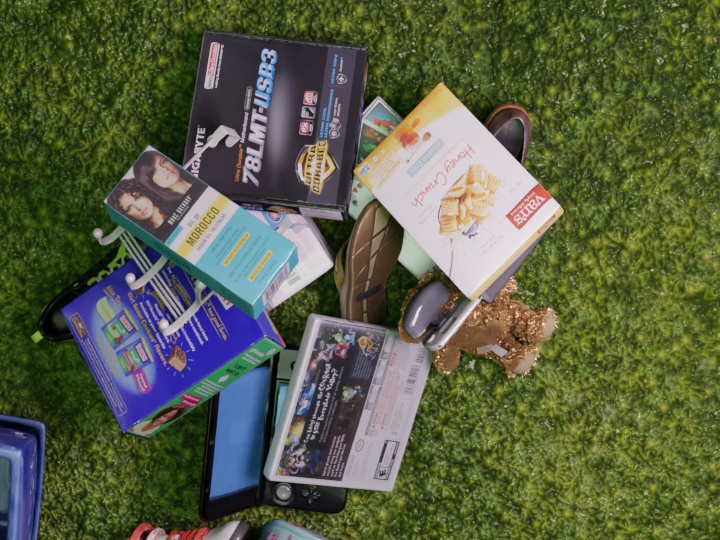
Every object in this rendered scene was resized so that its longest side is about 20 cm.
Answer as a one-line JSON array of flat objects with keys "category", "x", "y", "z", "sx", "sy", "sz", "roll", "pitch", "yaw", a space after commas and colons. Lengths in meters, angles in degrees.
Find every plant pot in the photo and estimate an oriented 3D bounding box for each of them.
[{"category": "plant pot", "x": -0.479, "y": 0.269, "z": 1.684, "sx": 0.197, "sy": 0.180, "sz": 0.203, "roll": 7, "pitch": 99, "yaw": 1}]

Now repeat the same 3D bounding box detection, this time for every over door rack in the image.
[{"category": "over door rack", "x": -0.181, "y": -0.049, "z": 1.540, "sx": 0.199, "sy": 0.067, "sz": 0.148, "roll": -39, "pitch": 73, "yaw": 2}]

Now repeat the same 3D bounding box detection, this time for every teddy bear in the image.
[{"category": "teddy bear", "x": 0.137, "y": 0.061, "z": 1.665, "sx": 0.197, "sy": 0.067, "sz": 0.146, "roll": 4, "pitch": 129, "yaw": -9}]

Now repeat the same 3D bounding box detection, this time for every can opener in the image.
[{"category": "can opener", "x": 0.126, "y": 0.004, "z": 1.582, "sx": 0.067, "sy": 0.053, "sz": 0.201, "roll": 42, "pitch": 80, "yaw": -18}]

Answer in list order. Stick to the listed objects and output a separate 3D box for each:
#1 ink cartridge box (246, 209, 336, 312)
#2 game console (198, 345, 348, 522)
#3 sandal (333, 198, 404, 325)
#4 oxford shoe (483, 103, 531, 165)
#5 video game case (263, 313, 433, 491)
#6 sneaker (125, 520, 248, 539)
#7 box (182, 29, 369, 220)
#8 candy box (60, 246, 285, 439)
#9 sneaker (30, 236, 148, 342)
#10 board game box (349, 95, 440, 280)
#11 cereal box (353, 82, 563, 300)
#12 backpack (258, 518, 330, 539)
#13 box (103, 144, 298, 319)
[{"category": "ink cartridge box", "x": -0.140, "y": -0.001, "z": 1.680, "sx": 0.199, "sy": 0.068, "sz": 0.117, "roll": -34, "pitch": 92, "yaw": 7}, {"category": "game console", "x": -0.093, "y": 0.200, "z": 1.684, "sx": 0.170, "sy": 0.119, "sz": 0.203, "roll": 7, "pitch": 100, "yaw": 3}, {"category": "sandal", "x": 0.000, "y": 0.000, "z": 1.660, "sx": 0.054, "sy": 0.080, "sz": 0.202, "roll": 38, "pitch": 133, "yaw": 35}, {"category": "oxford shoe", "x": 0.143, "y": -0.091, "z": 1.614, "sx": 0.070, "sy": 0.073, "sz": 0.203, "roll": 15, "pitch": 102, "yaw": -2}, {"category": "video game case", "x": -0.010, "y": 0.160, "z": 1.676, "sx": 0.180, "sy": 0.023, "sz": 0.203, "roll": 11, "pitch": 101, "yaw": -34}, {"category": "sneaker", "x": -0.226, "y": 0.342, "z": 1.713, "sx": 0.108, "sy": 0.067, "sz": 0.202, "roll": 42, "pitch": 124, "yaw": -1}, {"category": "box", "x": -0.098, "y": -0.168, "z": 1.626, "sx": 0.195, "sy": 0.050, "sz": 0.203, "roll": 8, "pitch": 77, "yaw": 4}, {"category": "candy box", "x": -0.212, "y": 0.064, "z": 1.599, "sx": 0.199, "sy": 0.077, "sz": 0.170, "roll": -33, "pitch": 73, "yaw": 8}, {"category": "sneaker", "x": -0.307, "y": 0.029, "z": 1.686, "sx": 0.199, "sy": 0.083, "sz": 0.072, "roll": -38, "pitch": 96, "yaw": 8}, {"category": "board game box", "x": 0.052, "y": -0.092, "z": 1.673, "sx": 0.200, "sy": 0.035, "sz": 0.126, "roll": 43, "pitch": 97, "yaw": -4}, {"category": "cereal box", "x": 0.107, "y": -0.087, "z": 1.561, "sx": 0.144, "sy": 0.039, "sz": 0.200, "roll": -45, "pitch": 72, "yaw": 5}, {"category": "backpack", "x": -0.077, "y": 0.386, "z": 1.673, "sx": 0.176, "sy": 0.200, "sz": 0.152, "roll": 27, "pitch": 79, "yaw": 0}, {"category": "box", "x": -0.167, "y": -0.041, "z": 1.481, "sx": 0.199, "sy": 0.049, "sz": 0.083, "roll": 33, "pitch": 73, "yaw": 12}]
